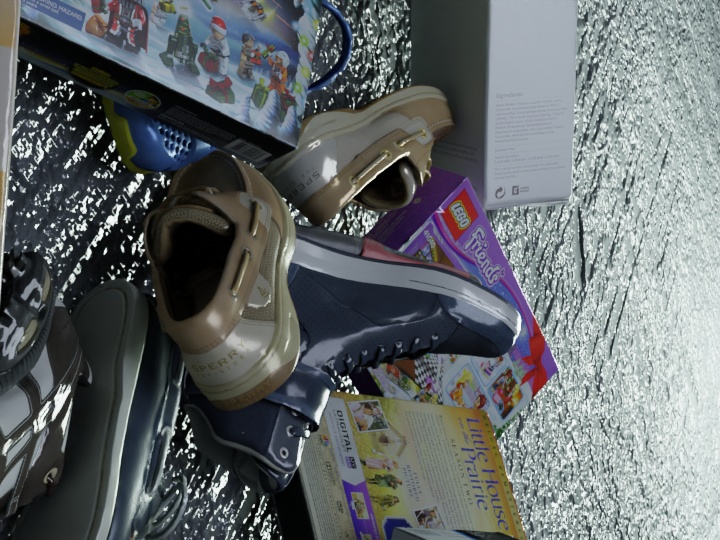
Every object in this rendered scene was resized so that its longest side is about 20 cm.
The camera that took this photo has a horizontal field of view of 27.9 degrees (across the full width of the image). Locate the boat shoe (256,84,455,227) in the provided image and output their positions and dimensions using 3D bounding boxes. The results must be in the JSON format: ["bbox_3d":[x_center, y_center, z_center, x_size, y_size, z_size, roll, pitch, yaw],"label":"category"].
[{"bbox_3d":[0.009,-0.070,0.949,0.200,0.074,0.069,-25,80,-53],"label":"boat shoe"}]

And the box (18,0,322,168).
[{"bbox_3d":[-0.110,-0.153,0.726,0.200,0.040,0.137,23,63,-33],"label":"box"}]

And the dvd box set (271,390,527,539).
[{"bbox_3d":[0.027,0.150,0.915,0.200,0.029,0.147,11,54,-45],"label":"dvd box set"}]

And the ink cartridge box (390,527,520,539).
[{"bbox_3d":[0.040,0.252,0.849,0.099,0.039,0.201,14,90,-46],"label":"ink cartridge box"}]

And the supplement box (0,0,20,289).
[{"bbox_3d":[-0.194,-0.027,0.531,0.126,0.074,0.201,4,79,-16],"label":"supplement box"}]

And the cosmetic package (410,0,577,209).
[{"bbox_3d":[0.093,-0.153,1.038,0.081,0.113,0.201,-6,107,-27],"label":"cosmetic package"}]

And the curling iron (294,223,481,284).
[{"bbox_3d":[0.000,0.000,0.908,0.200,0.026,0.050,22,80,-32],"label":"curling iron"}]

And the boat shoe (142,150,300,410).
[{"bbox_3d":[-0.075,-0.015,0.747,0.065,0.071,0.200,53,9,-34],"label":"boat shoe"}]

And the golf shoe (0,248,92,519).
[{"bbox_3d":[-0.167,0.087,0.624,0.095,0.078,0.200,59,39,-39],"label":"golf shoe"}]

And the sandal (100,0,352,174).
[{"bbox_3d":[-0.071,-0.115,0.819,0.200,0.087,0.080,-48,129,-50],"label":"sandal"}]

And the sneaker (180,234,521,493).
[{"bbox_3d":[-0.008,0.064,0.839,0.202,0.077,0.147,13,67,-13],"label":"sneaker"}]

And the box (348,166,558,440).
[{"bbox_3d":[0.055,0.047,1.013,0.137,0.039,0.200,-46,130,-20],"label":"box"}]

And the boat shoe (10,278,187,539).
[{"bbox_3d":[-0.124,0.103,0.708,0.062,0.075,0.200,35,46,-41],"label":"boat shoe"}]
